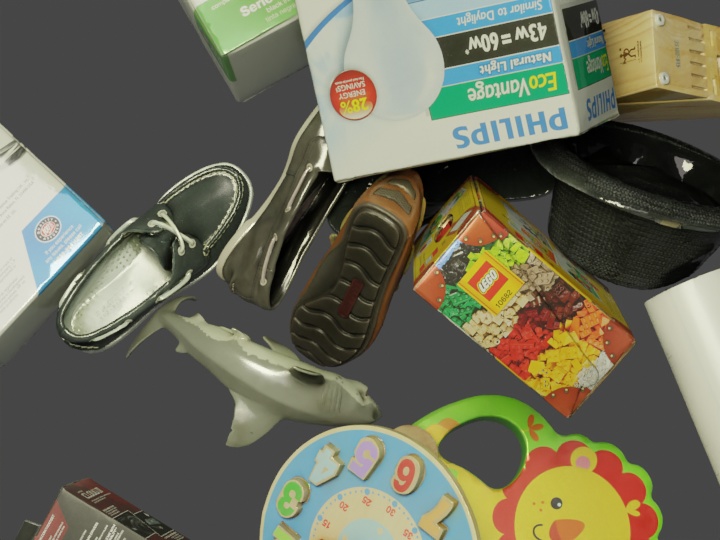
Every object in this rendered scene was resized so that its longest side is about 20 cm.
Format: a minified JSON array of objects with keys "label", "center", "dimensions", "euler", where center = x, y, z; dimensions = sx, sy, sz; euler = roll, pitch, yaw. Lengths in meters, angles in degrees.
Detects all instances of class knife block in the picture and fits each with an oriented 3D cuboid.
[{"label":"knife block","center":[0.202,-0.155,1.595],"dimensions":[0.199,0.175,0.064],"euler":[5,79,-42]}]

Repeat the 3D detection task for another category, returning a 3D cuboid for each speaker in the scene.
[{"label":"speaker","center":[0.294,0.099,1.531],"dimensions":[0.081,0.081,0.201],"euler":[-22,80,-1]}]

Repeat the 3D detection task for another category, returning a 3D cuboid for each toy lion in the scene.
[{"label":"toy lion","center":[0.132,0.187,1.540],"dimensions":[0.191,0.069,0.201],"euler":[-24,80,-8]}]

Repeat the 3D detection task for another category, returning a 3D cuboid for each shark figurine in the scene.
[{"label":"shark figurine","center":[-0.098,0.088,1.527],"dimensions":[0.214,0.128,0.090],"euler":[24,91,13]}]

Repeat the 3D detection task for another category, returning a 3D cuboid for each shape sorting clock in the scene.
[{"label":"shape sorting clock","center":[0.004,0.218,1.503],"dimensions":[0.199,0.039,0.201],"euler":[5,98,34]}]

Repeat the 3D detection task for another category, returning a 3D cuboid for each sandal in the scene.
[{"label":"sandal","center":[0.066,-0.077,1.587],"dimensions":[0.200,0.048,0.076],"euler":[-15,79,2]}]

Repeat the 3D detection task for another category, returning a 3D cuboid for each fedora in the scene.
[{"label":"fedora","center":[0.216,-0.044,1.534],"dimensions":[0.200,0.201,0.092],"euler":[23,114,6]}]

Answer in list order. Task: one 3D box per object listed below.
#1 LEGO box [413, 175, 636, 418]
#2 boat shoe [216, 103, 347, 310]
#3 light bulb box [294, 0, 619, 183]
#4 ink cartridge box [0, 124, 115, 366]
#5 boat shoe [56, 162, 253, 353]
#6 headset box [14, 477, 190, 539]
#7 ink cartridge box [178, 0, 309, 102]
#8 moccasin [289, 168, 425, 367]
[{"label":"LEGO box","center":[0.118,0.014,1.474],"dimensions":[0.149,0.200,0.077],"euler":[40,99,-5]},{"label":"boat shoe","center":[-0.038,-0.058,1.568],"dimensions":[0.057,0.067,0.200],"euler":[38,100,28]},{"label":"light bulb box","center":[0.066,-0.184,1.437],"dimensions":[0.197,0.125,0.201],"euler":[-10,97,23]},{"label":"ink cartridge box","center":[-0.318,-0.044,1.584],"dimensions":[0.200,0.086,0.147],"euler":[42,85,9]},{"label":"boat shoe","center":[-0.164,-0.010,1.582],"dimensions":[0.076,0.060,0.200],"euler":[40,86,6]},{"label":"headset box","center":[-0.190,0.266,1.521],"dimensions":[0.199,0.077,0.149],"euler":[29,94,8]},{"label":"ink cartridge box","center":[-0.118,-0.253,1.576],"dimensions":[0.084,0.146,0.201],"euler":[-29,81,-3]},{"label":"moccasin","center":[-0.001,-0.001,1.523],"dimensions":[0.073,0.202,0.078],"euler":[27,43,9]}]
